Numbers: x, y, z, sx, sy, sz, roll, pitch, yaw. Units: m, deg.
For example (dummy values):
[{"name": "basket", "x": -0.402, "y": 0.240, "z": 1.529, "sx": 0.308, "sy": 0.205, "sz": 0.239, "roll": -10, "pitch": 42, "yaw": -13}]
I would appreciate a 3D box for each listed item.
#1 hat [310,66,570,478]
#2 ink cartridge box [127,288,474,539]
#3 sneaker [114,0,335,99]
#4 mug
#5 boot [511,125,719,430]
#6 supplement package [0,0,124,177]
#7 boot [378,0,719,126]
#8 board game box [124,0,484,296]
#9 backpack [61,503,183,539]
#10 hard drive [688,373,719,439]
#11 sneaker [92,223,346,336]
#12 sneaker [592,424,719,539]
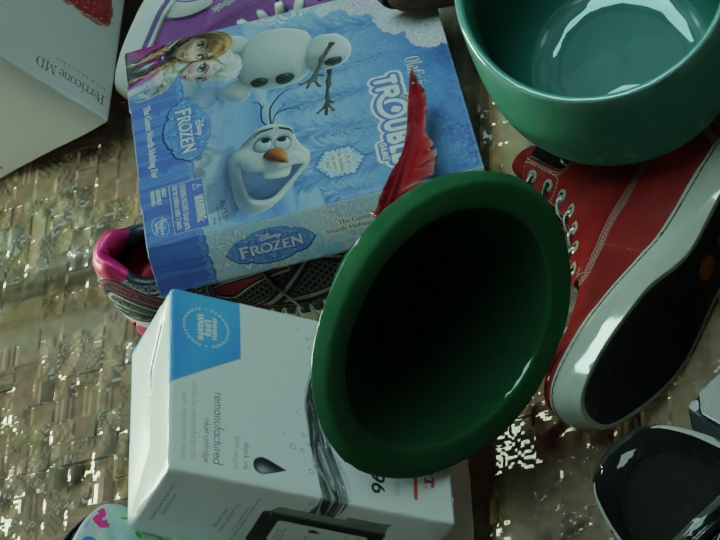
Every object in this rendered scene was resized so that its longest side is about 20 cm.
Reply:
[{"name": "hat", "x": 0.000, "y": 0.000, "z": 1.327, "sx": 0.176, "sy": 0.200, "sz": 0.166, "roll": 27, "pitch": 116, "yaw": 44}, {"name": "ink cartridge box", "x": -0.018, "y": 0.092, "z": 1.324, "sx": 0.068, "sy": 0.200, "sz": 0.116, "roll": 125, "pitch": 151, "yaw": -47}, {"name": "sneaker", "x": -0.069, "y": -0.166, "z": 1.603, "sx": 0.114, "sy": 0.073, "sz": 0.201, "roll": 40, "pitch": 109, "yaw": 6}, {"name": "mug", "x": 0.132, "y": -0.148, "z": 1.369, "sx": 0.152, "sy": 0.114, "sz": 0.185, "roll": -17, "pitch": 63, "yaw": 9}, {"name": "boot", "x": 0.125, "y": -0.007, "z": 1.393, "sx": 0.144, "sy": 0.072, "sz": 0.200, "roll": 16, "pitch": 61, "yaw": 36}, {"name": "supplement package", "x": -0.236, "y": -0.185, "z": 1.657, "sx": 0.120, "sy": 0.121, "sz": 0.200, "roll": -23, "pitch": 50, "yaw": 38}, {"name": "boot", "x": 0.129, "y": -0.145, "z": 1.463, "sx": 0.186, "sy": 0.064, "sz": 0.200, "roll": -25, "pitch": 54, "yaw": -9}, {"name": "board game box", "x": -0.036, "y": -0.084, "z": 1.488, "sx": 0.199, "sy": 0.043, "sz": 0.200, "roll": -13, "pitch": 40, "yaw": 0}, {"name": "backpack", "x": -0.127, "y": 0.231, "z": 1.311, "sx": 0.150, "sy": 0.178, "sz": 0.200, "roll": 17, "pitch": 66, "yaw": 12}, {"name": "hard drive", "x": 0.281, "y": 0.046, "z": 1.254, "sx": 0.200, "sy": 0.038, "sz": 0.140, "roll": -40, "pitch": 47, "yaw": -21}, {"name": "sneaker", "x": -0.065, "y": -0.009, "z": 1.494, "sx": 0.200, "sy": 0.075, "sz": 0.081, "roll": -17, "pitch": 53, "yaw": 18}, {"name": "sneaker", "x": 0.195, "y": 0.149, "z": 1.161, "sx": 0.076, "sy": 0.200, "sz": 0.088, "roll": -47, "pitch": 7, "yaw": 1}]
